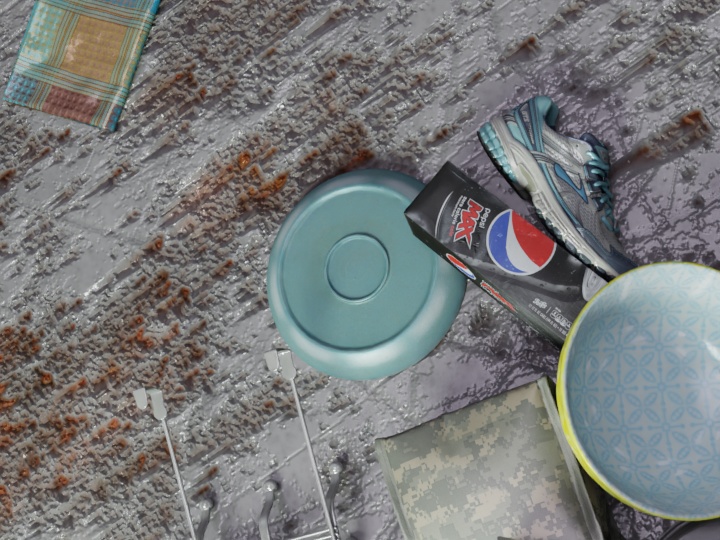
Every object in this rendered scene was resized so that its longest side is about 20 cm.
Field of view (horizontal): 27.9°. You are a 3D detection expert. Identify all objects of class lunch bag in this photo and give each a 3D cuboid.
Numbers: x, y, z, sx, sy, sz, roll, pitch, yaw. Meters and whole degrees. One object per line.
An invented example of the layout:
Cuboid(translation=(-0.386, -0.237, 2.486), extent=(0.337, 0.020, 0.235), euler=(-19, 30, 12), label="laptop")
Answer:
Cuboid(translation=(0.125, 0.212, 1.197), extent=(0.163, 0.118, 0.201), euler=(-23, 67, 14), label="lunch bag")

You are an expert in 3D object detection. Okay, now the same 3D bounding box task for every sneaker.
Cuboid(translation=(0.187, -0.074, 1.258), extent=(0.086, 0.078, 0.200), euler=(-38, 68, 5), label="sneaker")

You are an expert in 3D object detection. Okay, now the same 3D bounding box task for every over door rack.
Cuboid(translation=(-0.098, 0.176, 1.306), extent=(0.147, 0.067, 0.201), euler=(-18, 93, 16), label="over door rack")

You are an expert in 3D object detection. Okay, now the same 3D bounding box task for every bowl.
Cuboid(translation=(0.243, 0.102, 1.168), extent=(0.199, 0.108, 0.201), euler=(2, 78, -8), label="bowl")

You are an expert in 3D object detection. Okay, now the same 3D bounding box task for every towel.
Cuboid(translation=(-0.283, -0.254, 1.504), extent=(0.146, 0.022, 0.201), euler=(16, 85, 24), label="towel")

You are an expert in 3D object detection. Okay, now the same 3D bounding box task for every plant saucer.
Cuboid(translation=(0.000, 0.000, 1.339), extent=(0.199, 0.027, 0.201), euler=(-4, 77, 19), label="plant saucer")

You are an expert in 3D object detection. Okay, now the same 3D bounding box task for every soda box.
Cuboid(translation=(0.134, -0.005, 1.252), extent=(0.200, 0.071, 0.063), euler=(39, 84, 17), label="soda box")

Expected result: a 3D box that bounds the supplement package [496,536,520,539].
Cuboid(translation=(0.141, 0.322, 1.090), extent=(0.116, 0.117, 0.201), euler=(8, 110, 3), label="supplement package")

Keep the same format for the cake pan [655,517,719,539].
Cuboid(translation=(0.307, 0.284, 1.155), extent=(0.199, 0.037, 0.202), euler=(-5, 77, 20), label="cake pan")
